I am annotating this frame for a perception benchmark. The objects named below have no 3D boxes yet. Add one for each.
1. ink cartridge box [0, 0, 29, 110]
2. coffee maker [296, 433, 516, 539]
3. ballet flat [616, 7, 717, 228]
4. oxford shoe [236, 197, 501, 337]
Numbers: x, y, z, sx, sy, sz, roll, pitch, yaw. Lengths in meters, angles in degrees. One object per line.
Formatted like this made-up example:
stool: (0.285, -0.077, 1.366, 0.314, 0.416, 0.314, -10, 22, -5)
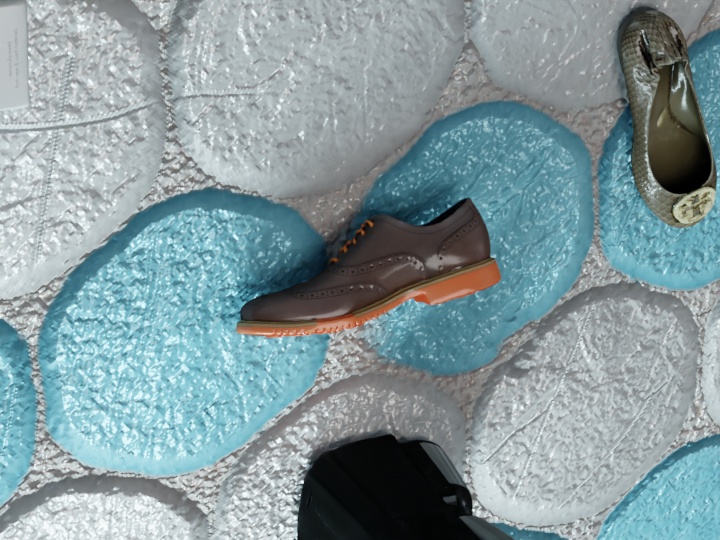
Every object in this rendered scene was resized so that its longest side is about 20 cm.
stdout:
ink cartridge box: (-0.297, -0.129, 1.050, 0.199, 0.116, 0.068, -10, 120, -25)
coffee maker: (0.033, 0.216, 1.393, 0.191, 0.200, 0.135, 15, 106, -39)
ballet flat: (0.238, -0.108, 1.428, 0.067, 0.046, 0.201, -28, 128, -13)
oxford shoe: (0.000, 0.000, 1.349, 0.199, 0.071, 0.073, -16, 95, -19)
